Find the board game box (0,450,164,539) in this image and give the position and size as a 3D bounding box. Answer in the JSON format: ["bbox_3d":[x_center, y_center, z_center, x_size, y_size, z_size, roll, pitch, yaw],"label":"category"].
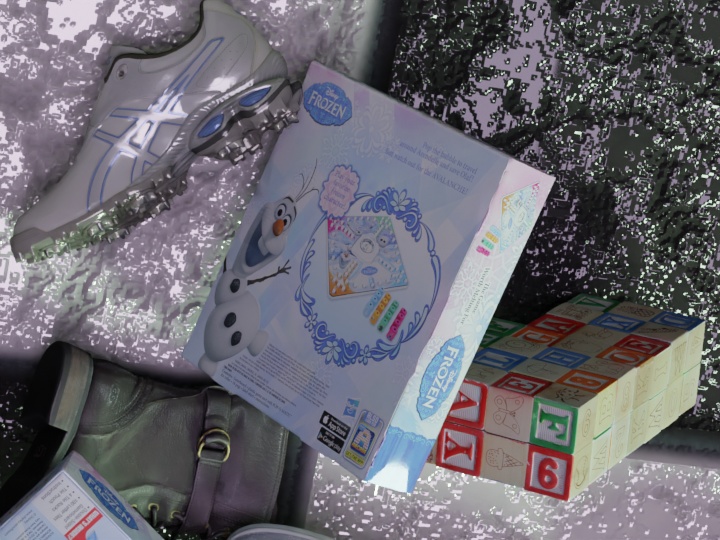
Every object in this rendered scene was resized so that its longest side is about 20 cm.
[{"bbox_3d":[-0.169,0.242,1.617,0.200,0.041,0.200,-42,96,14],"label":"board game box"}]

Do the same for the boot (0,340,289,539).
[{"bbox_3d":[-0.131,0.146,1.692,0.174,0.069,0.200,19,88,-25],"label":"boot"}]

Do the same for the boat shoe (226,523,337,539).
[{"bbox_3d":[-0.003,0.224,1.668,0.202,0.065,0.074,36,109,7],"label":"boat shoe"}]

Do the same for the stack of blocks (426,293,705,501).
[{"bbox_3d":[0.117,0.069,1.666,0.115,0.200,0.059,14,110,26],"label":"stack of blocks"}]

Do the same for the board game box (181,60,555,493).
[{"bbox_3d":[0.000,0.000,1.611,0.043,0.200,0.199,19,98,-40],"label":"board game box"}]

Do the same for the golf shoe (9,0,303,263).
[{"bbox_3d":[-0.135,-0.082,1.650,0.200,0.078,0.097,-34,85,2],"label":"golf shoe"}]
